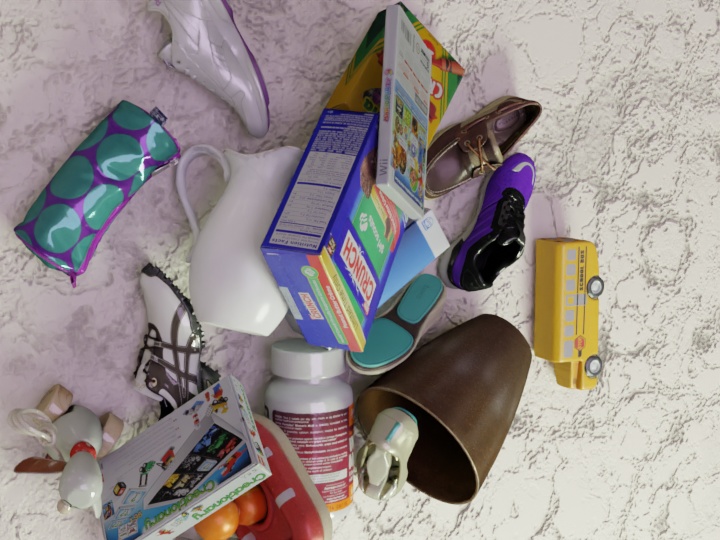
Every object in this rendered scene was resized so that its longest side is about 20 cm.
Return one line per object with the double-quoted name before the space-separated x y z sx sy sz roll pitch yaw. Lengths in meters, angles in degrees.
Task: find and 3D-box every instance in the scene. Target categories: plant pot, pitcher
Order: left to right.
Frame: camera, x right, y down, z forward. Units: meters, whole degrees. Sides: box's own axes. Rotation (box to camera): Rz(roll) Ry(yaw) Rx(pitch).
"pitcher" -0.143 -0.038 1.256 0.121 0.169 0.204 25 75 -66
"plant pot" 0.125 0.153 1.420 0.200 0.185 0.188 -45 114 -31

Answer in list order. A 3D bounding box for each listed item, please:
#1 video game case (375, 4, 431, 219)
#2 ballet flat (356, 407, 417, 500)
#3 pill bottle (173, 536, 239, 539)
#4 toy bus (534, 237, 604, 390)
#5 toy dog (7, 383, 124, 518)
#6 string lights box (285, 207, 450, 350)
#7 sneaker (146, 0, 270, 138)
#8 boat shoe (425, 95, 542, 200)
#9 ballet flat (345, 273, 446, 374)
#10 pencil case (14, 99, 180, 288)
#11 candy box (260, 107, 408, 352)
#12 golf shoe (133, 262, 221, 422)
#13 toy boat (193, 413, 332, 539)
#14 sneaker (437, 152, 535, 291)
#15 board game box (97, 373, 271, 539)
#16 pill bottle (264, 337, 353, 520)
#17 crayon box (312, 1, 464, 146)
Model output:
"video game case" 0.050 -0.174 1.268 0.143 0.018 0.204 35 57 -68
"ballet flat" 0.024 0.237 1.360 0.069 0.070 0.202 -25 149 -22
"pill bottle" -0.146 0.376 1.326 0.198 0.114 0.116 21 87 -28
"toy bus" 0.282 0.059 1.535 0.077 0.065 0.204 -3 98 -26
"toy dog" -0.315 0.203 1.194 0.131 0.200 0.097 37 97 -1
"string lights box" 0.000 0.000 1.361 0.199 0.102 0.059 -40 117 -17
"sneaker" -0.169 -0.235 1.275 0.098 0.075 0.202 -27 109 -2
"boat shoe" 0.152 -0.159 1.437 0.199 0.072 0.073 -35 110 -19
"ballet flat" 0.045 0.080 1.393 0.200 0.069 0.070 -41 114 -40
"pencil case" -0.279 -0.088 1.216 0.092 0.085 0.201 37 79 3
"candy box" -0.020 -0.044 1.230 0.170 0.076 0.202 68 36 -49
"golf shoe" -0.220 0.095 1.275 0.093 0.077 0.203 -25 106 -22
"toy boat" -0.131 0.260 1.257 0.129 0.131 0.201 -12 59 -44
"sneaker" 0.186 -0.057 1.451 0.069 0.099 0.202 33 81 -28
"board game box" -0.200 0.218 1.231 0.198 0.127 0.035 -33 138 9
"pill bottle" -0.062 0.189 1.350 0.108 0.109 0.204 -3 98 -26
"crayon box" 0.037 -0.204 1.354 0.127 0.050 0.202 40 61 -26
